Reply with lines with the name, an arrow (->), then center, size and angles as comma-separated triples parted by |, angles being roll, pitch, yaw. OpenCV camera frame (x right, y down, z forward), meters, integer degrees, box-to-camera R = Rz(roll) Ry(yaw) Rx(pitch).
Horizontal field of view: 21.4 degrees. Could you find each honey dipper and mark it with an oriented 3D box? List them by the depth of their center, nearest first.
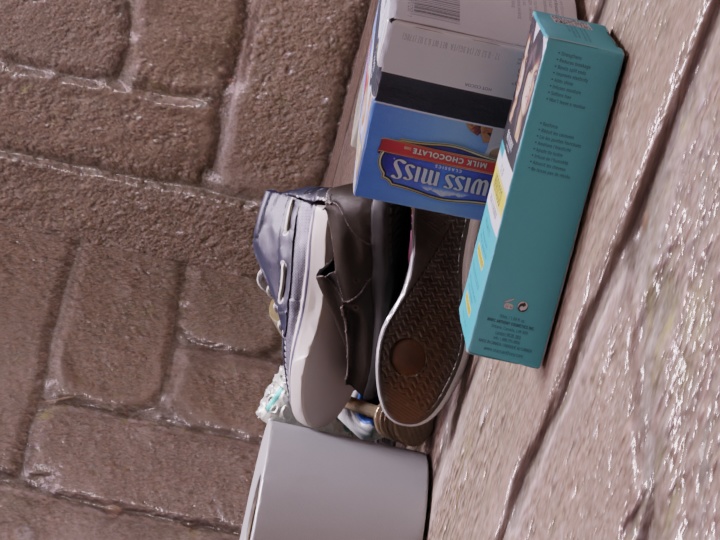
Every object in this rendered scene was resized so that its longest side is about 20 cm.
honey dipper -> 0.008, 0.123, 1.684 | 0.200, 0.038, 0.038 | -172, 94, -68

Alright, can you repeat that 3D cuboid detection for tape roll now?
tape roll -> -0.030, 0.237, 1.592 | 0.203, 0.138, 0.205 | -168, 90, -85

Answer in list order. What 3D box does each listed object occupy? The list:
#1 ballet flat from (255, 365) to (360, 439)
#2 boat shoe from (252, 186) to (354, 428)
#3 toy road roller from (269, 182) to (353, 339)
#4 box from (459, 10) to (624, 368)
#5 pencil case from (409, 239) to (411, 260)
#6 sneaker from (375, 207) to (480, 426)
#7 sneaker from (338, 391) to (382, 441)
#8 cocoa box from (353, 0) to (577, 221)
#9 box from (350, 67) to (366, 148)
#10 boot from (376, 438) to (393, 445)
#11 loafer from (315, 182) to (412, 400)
ballet flat -> -0.037, 0.156, 1.710 | 0.200, 0.071, 0.072 | 52, -142, -45
boat shoe -> -0.047, 0.024, 1.601 | 0.092, 0.074, 0.202 | 16, 100, 44
toy road roller -> 0.000, 0.000, 1.724 | 0.201, 0.145, 0.123 | -91, -23, -55
box -> 0.108, -0.050, 1.166 | 0.082, 0.049, 0.202 | -92, 15, -72
pencil case -> 0.044, -0.022, 1.639 | 0.083, 0.086, 0.202 | 180, 102, -69
sneaker -> 0.065, 0.024, 1.506 | 0.085, 0.072, 0.202 | 2, -79, -75
sneaker -> 0.028, 0.065, 1.808 | 0.146, 0.080, 0.202 | -164, 93, -73
cocoa box -> 0.072, -0.139, 1.316 | 0.201, 0.132, 0.132 | -85, 7, -60
box -> 0.046, -0.226, 2.239 | 0.200, 0.077, 0.096 | 110, 171, -62
boot -> -0.031, 0.253, 1.866 | 0.073, 0.089, 0.202 | 130, 151, -80
loafer -> 0.001, 0.011, 1.538 | 0.073, 0.071, 0.202 | -49, -33, -55
